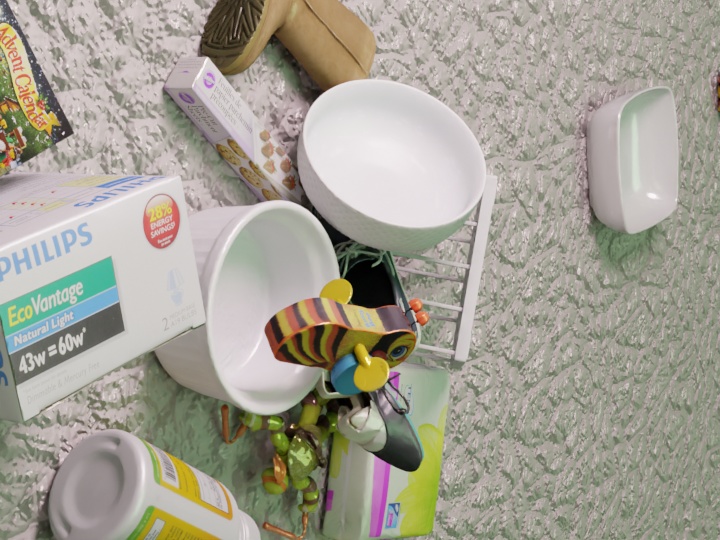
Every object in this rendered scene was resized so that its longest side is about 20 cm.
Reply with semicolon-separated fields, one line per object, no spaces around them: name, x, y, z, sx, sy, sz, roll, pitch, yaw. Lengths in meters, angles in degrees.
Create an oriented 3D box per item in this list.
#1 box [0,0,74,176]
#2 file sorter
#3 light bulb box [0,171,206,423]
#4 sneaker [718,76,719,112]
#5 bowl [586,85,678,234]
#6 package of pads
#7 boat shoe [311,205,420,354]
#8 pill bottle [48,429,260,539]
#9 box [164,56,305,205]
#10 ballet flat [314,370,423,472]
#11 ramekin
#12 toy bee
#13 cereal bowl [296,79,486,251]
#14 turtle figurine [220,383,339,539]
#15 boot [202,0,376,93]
box;-0.317;-0.162;1.036;0.136;0.037;0.202;-40;110;-43
file sorter;0.073;-0.003;1.530;0.139;0.122;0.203;75;25;-82
light bulb box;-0.258;0.010;1.042;0.197;0.198;0.127;-29;116;-48
sneaker;0.678;-0.347;2.393;0.200;0.069;0.091;-41;129;-41
bowl;0.394;-0.165;2.023;0.199;0.074;0.203;-23;113;-51
package of pads;0.034;0.205;1.577;0.154;0.067;0.204;9;87;-53
boat shoe;0.000;0.000;1.440;0.062;0.074;0.202;41;26;-75
pill bottle;-0.179;0.229;1.252;0.200;0.110;0.113;40;63;-48
box;-0.118;-0.130;1.352;0.200;0.041;0.039;51;54;-45
ballet flat;-0.010;0.129;1.417;0.073;0.073;0.202;-25;84;-49
ramekin;-0.114;0.032;1.329;0.199;0.097;0.204;-11;103;-52
toy bee;0.006;0.058;1.322;0.109;0.131;0.199;-45;158;20
cereal bowl;0.026;-0.097;1.416;0.200;0.199;0.084;-47;168;-40
turtle figurine;-0.065;0.172;1.438;0.162;0.064;0.201;-56;131;-37
boot;-0.063;-0.227;1.396;0.200;0.065;0.177;43;61;-49
